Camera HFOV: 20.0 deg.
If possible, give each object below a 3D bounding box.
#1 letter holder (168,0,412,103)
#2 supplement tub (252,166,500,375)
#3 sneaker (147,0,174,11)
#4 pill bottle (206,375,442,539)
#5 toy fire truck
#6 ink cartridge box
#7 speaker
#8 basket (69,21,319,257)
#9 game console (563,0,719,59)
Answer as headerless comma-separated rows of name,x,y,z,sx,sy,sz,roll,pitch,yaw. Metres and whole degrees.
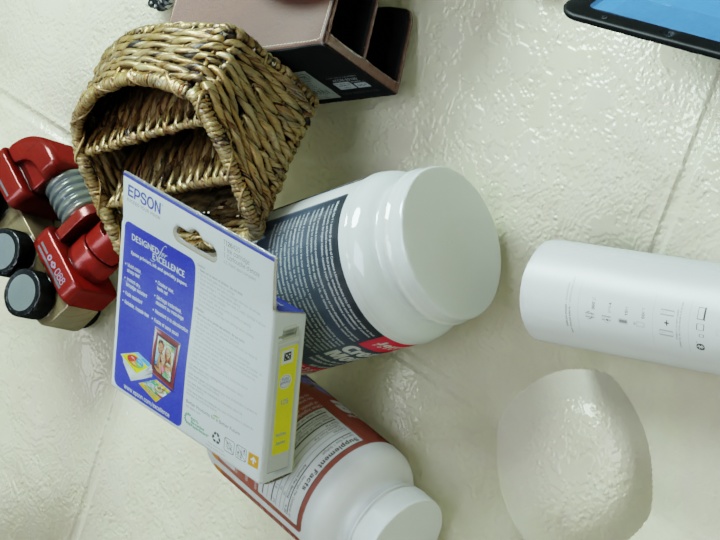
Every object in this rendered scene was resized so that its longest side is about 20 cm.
letter holder,-0.058,-0.225,1.744,0.199,0.100,0.143,-3,67,41
supplement tub,0.000,0.000,1.658,0.199,0.140,0.142,-17,78,40
sneaker,-0.146,-0.308,1.848,0.067,0.090,0.200,55,148,18
pill bottle,-0.028,0.172,1.698,0.200,0.112,0.113,37,112,35
toy fire truck,-0.272,-0.067,1.928,0.200,0.128,0.177,-41,62,20
ink cartridge box,-0.124,0.041,1.654,0.197,0.047,0.202,29,121,39
speaker,0.215,0.028,1.506,0.199,0.081,0.082,9,95,41
basket,-0.159,-0.108,1.695,0.199,0.143,0.150,-6,53,48
game console,0.267,-0.240,1.445,0.199,0.116,0.177,22,103,39
